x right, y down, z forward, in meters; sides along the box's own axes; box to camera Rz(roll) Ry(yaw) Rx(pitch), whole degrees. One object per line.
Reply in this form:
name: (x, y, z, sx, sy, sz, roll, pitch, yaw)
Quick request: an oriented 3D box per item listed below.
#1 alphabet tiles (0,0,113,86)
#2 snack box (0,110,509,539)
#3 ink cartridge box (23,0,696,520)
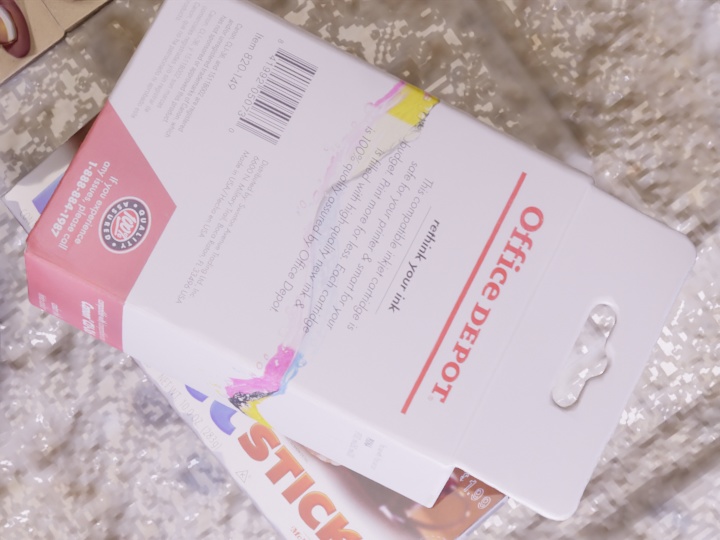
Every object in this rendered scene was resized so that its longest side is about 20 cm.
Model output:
alphabet tiles: (-0.128, -0.173, 0.980, 0.200, 0.006, 0.167, -36, 82, 4)
snack box: (-0.038, 0.027, 0.942, 0.072, 0.024, 0.200, -41, 82, 0)
ink cartridge box: (0.000, 0.000, 0.898, 0.199, 0.068, 0.117, 28, 73, 3)
